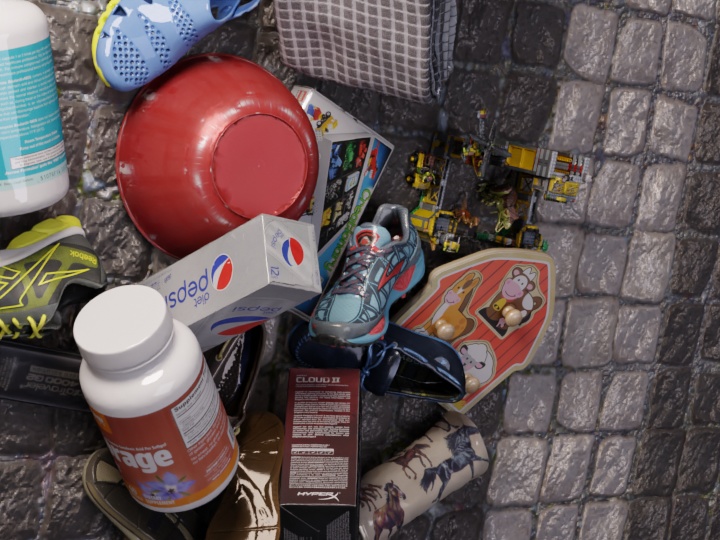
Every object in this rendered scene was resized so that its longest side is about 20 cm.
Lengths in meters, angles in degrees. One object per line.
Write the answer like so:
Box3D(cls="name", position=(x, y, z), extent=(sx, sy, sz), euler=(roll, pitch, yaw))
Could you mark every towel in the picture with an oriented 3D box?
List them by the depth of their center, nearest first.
Box3D(cls="towel", position=(0.001, -0.249, 1.532), extent=(0.201, 0.165, 0.086), euler=(83, 29, -51))

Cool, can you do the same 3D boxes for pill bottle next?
Box3D(cls="pill bottle", position=(-0.307, -0.152, 1.386), extent=(0.110, 0.111, 0.201), euler=(-17, 112, -35))
Box3D(cls="pill bottle", position=(-0.186, 0.114, 1.499), extent=(0.112, 0.112, 0.201), euler=(-39, 135, -24))

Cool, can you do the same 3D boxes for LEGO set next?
Box3D(cls="LEGO set", position=(0.156, -0.076, 1.773), extent=(0.199, 0.116, 0.155), euler=(17, 90, -40))

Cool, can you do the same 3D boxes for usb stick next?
Box3D(cls="usb stick", position=(-0.276, 0.099, 1.528), extent=(0.199, 0.033, 0.056), euler=(14, 99, -40))

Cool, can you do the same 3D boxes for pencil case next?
Box3D(cls="pencil case", position=(0.052, 0.230, 1.797), extent=(0.199, 0.089, 0.078), euler=(-32, 91, -29))

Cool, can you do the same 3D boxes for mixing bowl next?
Box3D(cls="mixing bowl", position=(-0.114, -0.099, 1.533), extent=(0.199, 0.108, 0.202), euler=(-3, 97, -27))

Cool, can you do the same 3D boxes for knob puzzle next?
Box3D(cls="knob puzzle", position=(0.135, 0.058, 1.794), extent=(0.218, 0.030, 0.221), euler=(-14, 127, -19))

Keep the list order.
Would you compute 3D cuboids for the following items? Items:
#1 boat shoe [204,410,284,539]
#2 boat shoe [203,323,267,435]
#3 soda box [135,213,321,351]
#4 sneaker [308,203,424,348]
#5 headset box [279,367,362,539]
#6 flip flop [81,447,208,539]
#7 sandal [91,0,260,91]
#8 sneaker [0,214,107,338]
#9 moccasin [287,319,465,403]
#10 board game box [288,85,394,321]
Box3D(cls="boat shoe", position=(-0.110, 0.242, 1.643), extent=(0.072, 0.072, 0.201), euler=(88, 7, -62))
Box3D(cls="boat shoe", position=(-0.143, 0.132, 1.625), extent=(0.072, 0.059, 0.201), euler=(18, 90, -41))
Box3D(cls="soda box", position=(-0.123, 0.017, 1.518), extent=(0.063, 0.200, 0.069), euler=(10, 64, -40))
Box3D(cls="sneaker", position=(0.000, 0.000, 1.666), extent=(0.200, 0.079, 0.096), euler=(-54, 145, -51))
Box3D(cls="headset box", position=(-0.037, 0.203, 1.635), extent=(0.077, 0.201, 0.149), euler=(0, 132, 0))
Box3D(cls="flip flop", position=(-0.206, 0.252, 1.608), extent=(0.200, 0.057, 0.081), euler=(51, 40, -24))
Box3D(cls="sandal", position=(-0.157, -0.235, 1.503), extent=(0.200, 0.087, 0.080), euler=(-46, 127, -18))
Box3D(cls="sneaker", position=(-0.303, 0.027, 1.437), extent=(0.200, 0.085, 0.075), euler=(-36, 166, -27))
Box3D(cls="moccasin", position=(0.024, 0.090, 1.712), extent=(0.199, 0.068, 0.081), euler=(8, 124, -22))
Box3D(cls="board game box", position=(-0.057, -0.065, 1.658), extent=(0.126, 0.035, 0.201), euler=(32, 81, -39))
